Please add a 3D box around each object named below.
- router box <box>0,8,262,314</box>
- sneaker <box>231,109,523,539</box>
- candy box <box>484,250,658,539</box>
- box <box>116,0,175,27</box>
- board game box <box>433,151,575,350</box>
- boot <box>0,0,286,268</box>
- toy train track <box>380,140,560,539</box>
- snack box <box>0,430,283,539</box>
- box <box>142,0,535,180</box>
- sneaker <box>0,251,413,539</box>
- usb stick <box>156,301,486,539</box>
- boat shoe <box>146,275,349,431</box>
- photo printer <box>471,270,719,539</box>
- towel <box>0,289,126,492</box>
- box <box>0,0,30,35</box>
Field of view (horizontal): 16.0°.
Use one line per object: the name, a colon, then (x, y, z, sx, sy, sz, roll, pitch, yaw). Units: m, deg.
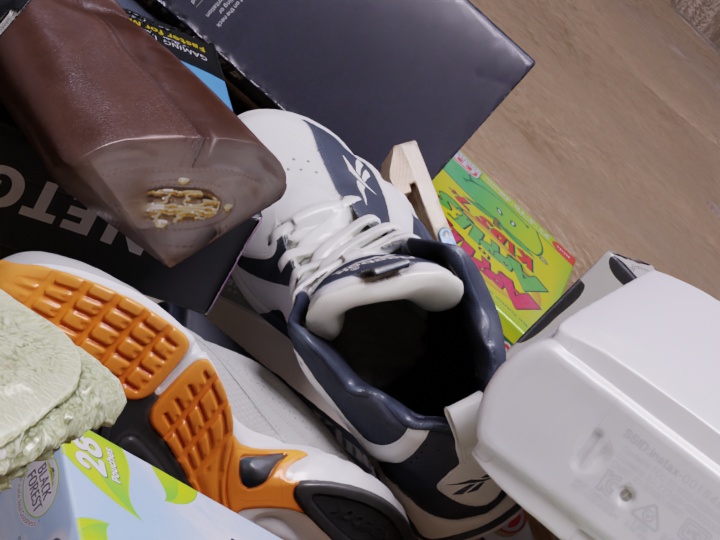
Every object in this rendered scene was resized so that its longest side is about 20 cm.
router box: (-0.144, -0.069, 0.973, 0.200, 0.051, 0.149, 19, 26, -22)
sneaker: (0.000, 0.000, 0.964, 0.130, 0.079, 0.199, 87, -20, -66)
candy box: (0.134, 0.110, 1.124, 0.200, 0.136, 0.061, 51, 15, 21)
box: (-0.156, -0.112, 1.131, 0.200, 0.051, 0.158, 36, 16, -30)
board game box: (0.056, -0.002, 1.371, 0.102, 0.048, 0.200, 44, 16, -2)
boot: (-0.135, -0.083, 0.886, 0.186, 0.064, 0.200, 1, 42, -42)
toy train track: (0.041, 0.045, 1.046, 0.115, 0.032, 0.200, 126, -54, -69)
snack box: (-0.023, 0.154, 0.762, 0.200, 0.068, 0.169, 32, 21, -31)
box: (-0.024, -0.129, 1.309, 0.182, 0.104, 0.200, 42, 0, -8)
sneaker: (-0.071, 0.051, 0.919, 0.200, 0.076, 0.092, 42, 7, -35)
usb stick: (-0.009, 0.083, 1.029, 0.200, 0.033, 0.055, 40, 9, -17)
boat shoe: (-0.036, 0.009, 1.104, 0.200, 0.072, 0.069, 25, 25, -23)
photo printer: (0.139, 0.073, 0.939, 0.166, 0.069, 0.200, 38, 16, 11)
towel: (-0.165, 0.032, 0.612, 0.148, 0.037, 0.200, 32, 38, 18)
box: (-0.213, -0.106, 0.788, 0.200, 0.159, 0.046, 35, 17, -26)
